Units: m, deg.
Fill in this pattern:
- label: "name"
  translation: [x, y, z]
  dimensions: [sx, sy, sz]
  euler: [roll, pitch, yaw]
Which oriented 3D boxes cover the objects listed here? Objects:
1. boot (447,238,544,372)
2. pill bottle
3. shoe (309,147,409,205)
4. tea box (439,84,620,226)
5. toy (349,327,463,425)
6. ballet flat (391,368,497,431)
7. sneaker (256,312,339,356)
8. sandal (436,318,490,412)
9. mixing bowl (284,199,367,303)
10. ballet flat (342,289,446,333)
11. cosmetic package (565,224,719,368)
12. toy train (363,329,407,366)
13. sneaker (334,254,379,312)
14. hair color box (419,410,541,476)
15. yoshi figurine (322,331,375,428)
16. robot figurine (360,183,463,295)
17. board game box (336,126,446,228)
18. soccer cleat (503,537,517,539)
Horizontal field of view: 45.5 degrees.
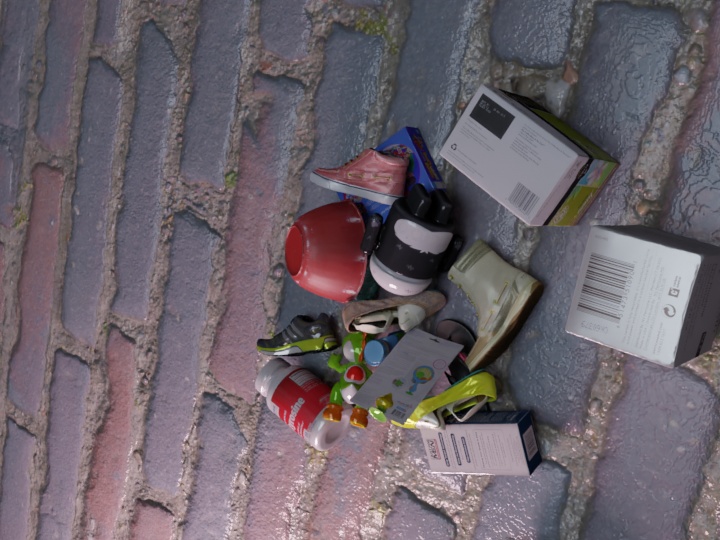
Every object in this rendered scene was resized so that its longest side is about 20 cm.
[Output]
- label: "boot"
  translation: [0.210, 0.062, 1.511]
  dimensions: [0.155, 0.072, 0.200]
  euler: [41, 110, 26]
- label: "pill bottle"
  translation: [-0.117, 0.265, 1.740]
  dimensions: [0.200, 0.112, 0.113]
  euler: [34, 112, 30]
- label: "shoe"
  translation: [-0.001, -0.186, 1.596]
  dimensions: [0.199, 0.071, 0.091]
  euler: [18, 102, 29]
- label: "tea box"
  translation: [0.272, -0.179, 1.369]
  dimensions: [0.200, 0.196, 0.134]
  euler: [44, 116, 26]
- label: "toy"
  translation: [0.085, 0.193, 1.515]
  dimensions: [0.115, 0.200, 0.047]
  euler: [19, 136, 33]
- label: "ballet flat"
  translation: [0.149, 0.242, 1.505]
  dimensions: [0.199, 0.067, 0.067]
  euler: [-27, 59, 8]
- label: "sneaker"
  translation: [-0.132, 0.135, 1.777]
  dimensions: [0.199, 0.074, 0.081]
  euler: [-10, 78, 30]
- label: "sandal"
  translation: [0.184, 0.183, 1.554]
  dimensions: [0.075, 0.045, 0.201]
  euler: [-22, 81, 37]
- label: "mixing bowl"
  translation: [-0.077, -0.037, 1.627]
  dimensions: [0.200, 0.108, 0.201]
  euler: [-179, 90, -65]
- label: "ballet flat"
  translation: [0.062, 0.085, 1.591]
  dimensions: [0.199, 0.067, 0.068]
  euler: [-11, 131, 17]
- label: "cosmetic package"
  translation: [0.431, 0.030, 1.265]
  dimensions: [0.165, 0.200, 0.166]
  euler: [19, 104, 34]
- label: "toy train"
  translation: [0.073, 0.214, 1.594]
  dimensions: [0.084, 0.116, 0.201]
  euler: [-19, 82, 36]
- label: "sneaker"
  translation: [0.000, 0.000, 1.662]
  dimensions: [0.088, 0.074, 0.201]
  euler: [42, 117, 32]
- label: "hair color box"
  translation: [0.211, 0.305, 1.523]
  dimensions: [0.199, 0.060, 0.100]
  euler: [-8, 102, 36]
- label: "yoshi figurine"
  translation: [-0.010, 0.197, 1.655]
  dimensions: [0.112, 0.112, 0.201]
  euler: [0, 73, 46]
- label: "robot figurine"
  translation: [0.093, -0.053, 1.536]
  dimensions: [0.150, 0.125, 0.201]
  euler: [30, 116, 17]
- label: "board game box"
  translation: [0.051, -0.161, 1.627]
  dimensions: [0.200, 0.045, 0.135]
  euler: [-32, 75, 34]
- label: "soccer cleat"
  translation: [0.336, 0.504, 1.458]
  dimensions: [0.200, 0.069, 0.085]
  euler: [33, 103, 27]
